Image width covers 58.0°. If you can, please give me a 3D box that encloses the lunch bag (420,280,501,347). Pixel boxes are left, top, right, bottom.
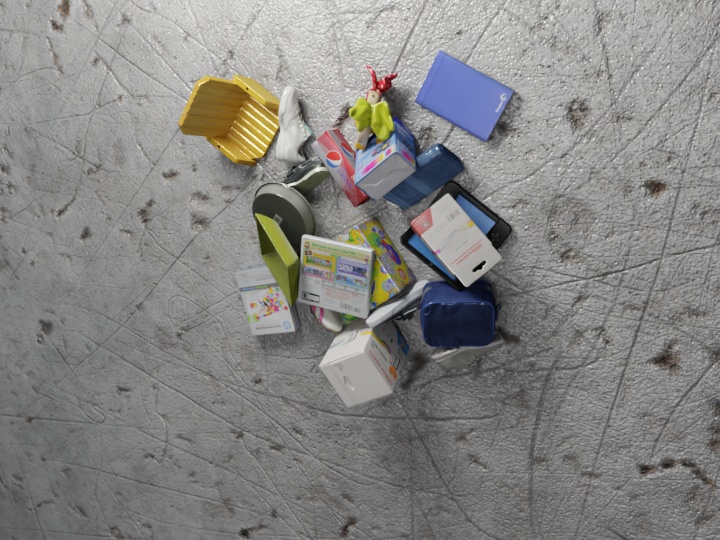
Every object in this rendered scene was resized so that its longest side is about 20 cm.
[{"bbox_3d":[0.247,0.098,1.602,0.200,0.132,0.136,0,119,5],"label":"lunch bag"}]

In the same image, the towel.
[{"bbox_3d":[0.145,-0.229,1.579,0.200,0.112,0.049,-32,49,32],"label":"towel"}]

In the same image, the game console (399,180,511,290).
[{"bbox_3d":[0.231,-0.087,1.574,0.200,0.116,0.176,40,118,8],"label":"game console"}]

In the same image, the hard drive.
[{"bbox_3d":[0.242,-0.408,1.521,0.200,0.025,0.132,33,116,12],"label":"hard drive"}]

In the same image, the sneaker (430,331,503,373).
[{"bbox_3d":[0.285,0.211,1.678,0.200,0.075,0.082,-22,110,35],"label":"sneaker"}]

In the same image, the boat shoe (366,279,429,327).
[{"bbox_3d":[0.107,0.101,1.664,0.072,0.200,0.068,2,121,62],"label":"boat shoe"}]

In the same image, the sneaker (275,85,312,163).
[{"bbox_3d":[-0.167,-0.379,1.702,0.088,0.075,0.200,11,117,9],"label":"sneaker"}]

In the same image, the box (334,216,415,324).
[{"bbox_3d":[0.000,0.000,1.703,0.193,0.122,0.200,-33,90,29],"label":"box"}]

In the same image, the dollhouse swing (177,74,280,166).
[{"bbox_3d":[-0.339,-0.391,1.709,0.182,0.176,0.200,40,117,9],"label":"dollhouse swing"}]

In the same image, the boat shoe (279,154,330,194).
[{"bbox_3d":[-0.161,-0.252,1.732,0.199,0.074,0.066,-25,67,44],"label":"boat shoe"}]

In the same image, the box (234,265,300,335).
[{"bbox_3d":[-0.272,0.086,1.902,0.156,0.041,0.200,-8,104,27],"label":"box"}]

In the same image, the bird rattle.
[{"bbox_3d":[0.018,-0.385,1.557,0.113,0.200,0.163,10,140,-12],"label":"bird rattle"}]

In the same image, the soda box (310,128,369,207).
[{"bbox_3d":[-0.037,-0.264,1.668,0.063,0.070,0.200,-36,89,28],"label":"soda box"}]

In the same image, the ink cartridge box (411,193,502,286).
[{"bbox_3d":[0.225,-0.066,1.529,0.116,0.067,0.200,-38,80,0],"label":"ink cartridge box"}]

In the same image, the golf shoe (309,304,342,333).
[{"bbox_3d":[-0.097,0.077,1.771,0.092,0.073,0.200,-43,64,28],"label":"golf shoe"}]

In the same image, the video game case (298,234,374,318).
[{"bbox_3d":[-0.064,0.014,1.657,0.200,0.022,0.182,13,110,22],"label":"video game case"}]

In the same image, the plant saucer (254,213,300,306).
[{"bbox_3d":[-0.213,-0.034,1.741,0.200,0.048,0.200,56,160,28],"label":"plant saucer"}]

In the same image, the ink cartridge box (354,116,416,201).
[{"bbox_3d":[0.059,-0.279,1.573,0.136,0.200,0.076,-35,120,28],"label":"ink cartridge box"}]

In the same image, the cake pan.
[{"bbox_3d":[-0.213,-0.146,1.764,0.200,0.037,0.200,19,135,20],"label":"cake pan"}]

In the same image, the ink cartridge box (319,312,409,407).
[{"bbox_3d":[0.014,0.229,1.707,0.145,0.200,0.147,-25,109,28],"label":"ink cartridge box"}]
